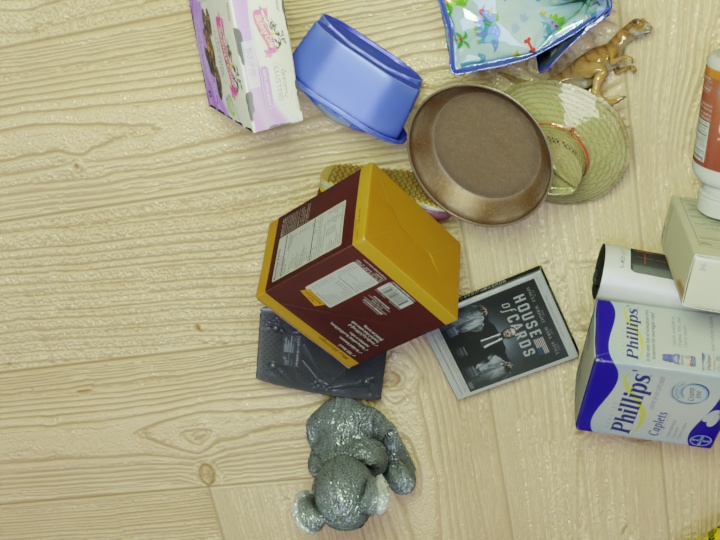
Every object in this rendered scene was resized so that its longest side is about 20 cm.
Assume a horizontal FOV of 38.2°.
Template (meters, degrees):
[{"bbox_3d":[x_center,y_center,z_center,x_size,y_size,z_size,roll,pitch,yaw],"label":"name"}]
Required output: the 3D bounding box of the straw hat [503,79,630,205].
[{"bbox_3d":[0.246,-0.141,1.353,0.197,0.086,0.204,12,132,14],"label":"straw hat"}]

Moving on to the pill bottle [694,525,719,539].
[{"bbox_3d":[0.584,0.424,1.569,0.199,0.105,0.104,-38,103,22],"label":"pill bottle"}]

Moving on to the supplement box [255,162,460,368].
[{"bbox_3d":[0.000,0.000,1.406,0.198,0.135,0.197,-26,130,33],"label":"supplement box"}]

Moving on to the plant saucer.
[{"bbox_3d":[0.154,-0.151,1.322,0.197,0.037,0.203,17,131,20],"label":"plant saucer"}]

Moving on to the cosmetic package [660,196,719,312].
[{"bbox_3d":[0.454,-0.022,1.338,0.103,0.201,0.072,10,116,5],"label":"cosmetic package"}]

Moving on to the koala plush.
[{"bbox_3d":[-0.022,0.311,1.562,0.174,0.201,0.187,-12,115,15],"label":"koala plush"}]

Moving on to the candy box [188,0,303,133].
[{"bbox_3d":[-0.150,-0.282,1.322,0.070,0.200,0.171,-16,114,-19],"label":"candy box"}]

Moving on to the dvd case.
[{"bbox_3d":[0.202,0.094,1.530,0.197,0.025,0.152,-22,109,19],"label":"dvd case"}]

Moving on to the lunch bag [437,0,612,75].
[{"bbox_3d":[0.201,-0.317,1.265,0.196,0.171,0.130,-10,112,12],"label":"lunch bag"}]

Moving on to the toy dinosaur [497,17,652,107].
[{"bbox_3d":[0.290,-0.254,1.352,0.197,0.060,0.108,-27,87,11],"label":"toy dinosaur"}]

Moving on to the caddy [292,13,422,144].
[{"bbox_3d":[-0.012,-0.241,1.353,0.198,0.142,0.106,32,110,-6],"label":"caddy"}]

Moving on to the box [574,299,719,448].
[{"bbox_3d":[0.406,0.145,1.436,0.196,0.106,0.186,7,142,7],"label":"box"}]

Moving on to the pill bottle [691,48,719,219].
[{"bbox_3d":[0.481,-0.171,1.315,0.110,0.113,0.204,3,115,8],"label":"pill bottle"}]

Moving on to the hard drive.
[{"bbox_3d":[-0.057,0.120,1.575,0.196,0.042,0.137,9,115,5],"label":"hard drive"}]

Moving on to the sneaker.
[{"bbox_3d":[0.036,-0.088,1.457,0.196,0.075,0.091,12,129,7],"label":"sneaker"}]

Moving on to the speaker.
[{"bbox_3d":[0.420,0.020,1.429,0.196,0.081,0.083,11,116,5],"label":"speaker"}]
